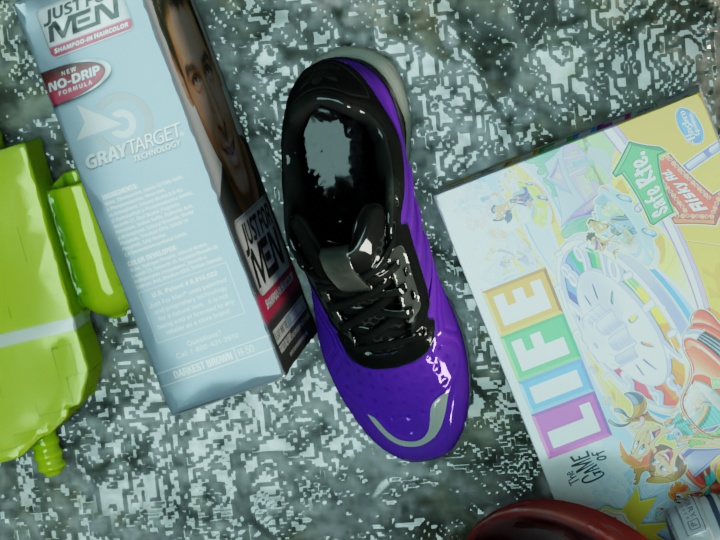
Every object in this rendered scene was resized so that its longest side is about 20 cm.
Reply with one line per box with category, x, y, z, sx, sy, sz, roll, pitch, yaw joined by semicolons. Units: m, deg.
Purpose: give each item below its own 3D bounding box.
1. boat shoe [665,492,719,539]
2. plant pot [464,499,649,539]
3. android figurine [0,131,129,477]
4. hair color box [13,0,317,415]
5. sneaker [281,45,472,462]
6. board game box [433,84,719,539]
boat shoe;0.199;0.191;1.109;0.062;0.072;0.201;-18;112;5
plant pot;0.062;0.216;1.065;0.200;0.182;0.201;27;132;35
android figurine;-0.198;0.011;1.152;0.181;0.041;0.201;-16;98;9
hair color box;-0.087;-0.044;1.099;0.060;0.099;0.201;-19;97;10
sneaker;-0.001;0.000;1.095;0.069;0.100;0.201;-13;98;11
board game box;0.134;0.030;1.118;0.134;0.034;0.201;-21;97;11
